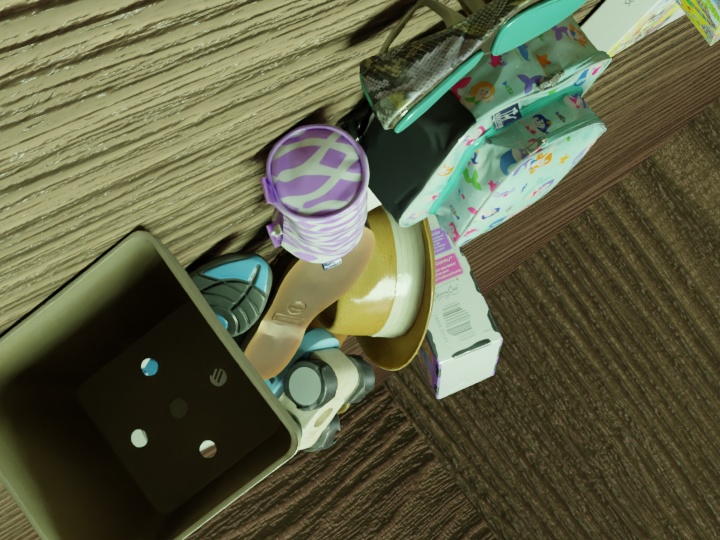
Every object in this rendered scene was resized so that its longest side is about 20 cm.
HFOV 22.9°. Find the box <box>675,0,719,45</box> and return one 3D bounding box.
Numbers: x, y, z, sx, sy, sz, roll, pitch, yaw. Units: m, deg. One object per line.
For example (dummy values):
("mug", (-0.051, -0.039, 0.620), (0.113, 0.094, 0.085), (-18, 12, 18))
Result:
("box", (0.337, -0.307, 1.467), (0.200, 0.122, 0.193), (-38, 174, 5))

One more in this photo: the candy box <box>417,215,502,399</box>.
("candy box", (0.070, 0.013, 1.818), (0.071, 0.201, 0.168), (-22, 165, -5))

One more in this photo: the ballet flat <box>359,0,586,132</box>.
("ballet flat", (0.077, -0.175, 1.257), (0.200, 0.072, 0.072), (-36, 173, -23))

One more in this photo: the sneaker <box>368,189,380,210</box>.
("sneaker", (0.063, -0.093, 1.597), (0.200, 0.100, 0.075), (-37, 174, 8))

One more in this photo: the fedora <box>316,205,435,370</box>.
("fedora", (0.000, 0.000, 1.691), (0.082, 0.201, 0.201), (-5, 158, -26))

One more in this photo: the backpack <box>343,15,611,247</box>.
("backpack", (0.110, -0.128, 1.442), (0.200, 0.151, 0.178), (-39, 172, -30))

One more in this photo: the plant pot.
("plant pot", (-0.162, 0.110, 1.375), (0.200, 0.200, 0.177), (-38, 172, 6))

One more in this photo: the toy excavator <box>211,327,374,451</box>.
("toy excavator", (-0.115, 0.107, 1.749), (0.195, 0.200, 0.100), (-54, 157, 20))

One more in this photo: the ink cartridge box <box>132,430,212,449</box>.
("ink cartridge box", (-0.193, 0.157, 1.905), (0.200, 0.085, 0.146), (-27, 177, 25))

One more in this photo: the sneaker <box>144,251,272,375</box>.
("sneaker", (-0.139, 0.030, 1.610), (0.200, 0.073, 0.082), (-41, -166, 43))

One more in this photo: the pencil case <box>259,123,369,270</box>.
("pencil case", (-0.037, -0.059, 1.427), (0.085, 0.084, 0.200), (-12, 169, -4))

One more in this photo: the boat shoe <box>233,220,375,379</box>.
("boat shoe", (-0.061, 0.011, 1.627), (0.070, 0.070, 0.200), (21, 123, -34))

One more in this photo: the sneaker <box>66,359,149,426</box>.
("sneaker", (-0.236, 0.118, 1.572), (0.146, 0.081, 0.200), (-33, 168, -2))

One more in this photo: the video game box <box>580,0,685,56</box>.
("video game box", (0.325, -0.300, 1.763), (0.182, 0.047, 0.200), (-34, 173, -37))

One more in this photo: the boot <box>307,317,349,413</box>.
("boot", (-0.029, 0.063, 1.857), (0.155, 0.200, 0.077), (-25, 126, -30))
